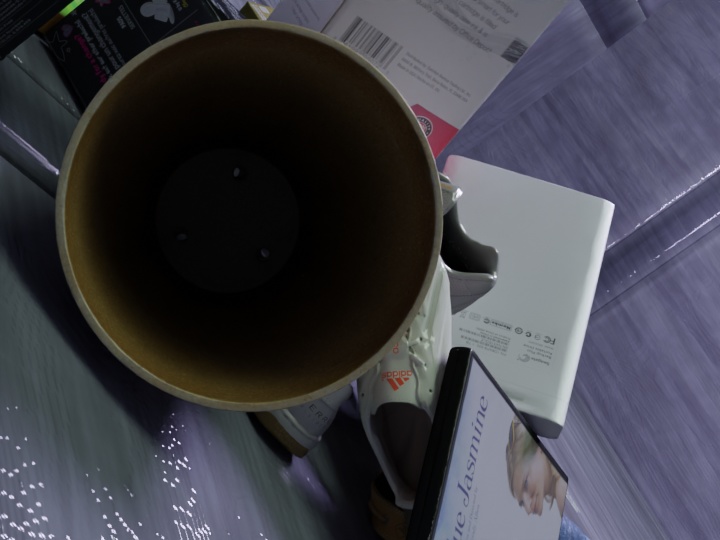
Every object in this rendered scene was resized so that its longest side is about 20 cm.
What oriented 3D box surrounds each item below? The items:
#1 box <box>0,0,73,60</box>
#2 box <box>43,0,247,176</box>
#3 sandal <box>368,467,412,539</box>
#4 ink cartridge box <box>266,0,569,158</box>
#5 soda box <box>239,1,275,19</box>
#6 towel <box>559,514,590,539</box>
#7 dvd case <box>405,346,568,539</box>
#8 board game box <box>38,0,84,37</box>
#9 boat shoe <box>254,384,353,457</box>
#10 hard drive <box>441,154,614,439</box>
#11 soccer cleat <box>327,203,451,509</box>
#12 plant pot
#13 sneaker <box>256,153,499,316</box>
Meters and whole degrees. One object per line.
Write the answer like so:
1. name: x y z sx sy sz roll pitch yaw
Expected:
1. box: -0.255 -0.250 0.693 0.200 0.104 0.182 58 11 22
2. box: -0.115 -0.126 0.921 0.132 0.115 0.200 56 8 22
3. sandal: 0.038 0.171 0.834 0.080 0.054 0.201 27 43 -59
4. ink cartridge box: 0.045 -0.189 0.878 0.146 0.200 0.083 27 22 -36
5. soda box: -0.049 -0.128 1.049 0.064 0.068 0.200 0 51 -55
6. towel: 0.145 0.242 0.929 0.048 0.112 0.200 -1 -32 42
7. dvd case: 0.085 0.156 0.785 0.200 0.017 0.143 51 47 -48
8. board game box: -0.221 -0.199 0.924 0.096 0.030 0.200 59 13 22
9. boat shoe: -0.037 0.045 0.831 0.071 0.069 0.200 46 11 -27
10. hard drive: 0.099 0.013 0.893 0.027 0.131 0.201 100 8 -55
11. soccer cleat: 0.024 0.047 0.759 0.078 0.069 0.201 -34 110 -66
12. plant pot: -0.066 -0.029 0.692 0.187 0.186 0.200 53 -6 -7
13. sneaker: 0.017 -0.054 0.809 0.200 0.092 0.076 47 47 -12
